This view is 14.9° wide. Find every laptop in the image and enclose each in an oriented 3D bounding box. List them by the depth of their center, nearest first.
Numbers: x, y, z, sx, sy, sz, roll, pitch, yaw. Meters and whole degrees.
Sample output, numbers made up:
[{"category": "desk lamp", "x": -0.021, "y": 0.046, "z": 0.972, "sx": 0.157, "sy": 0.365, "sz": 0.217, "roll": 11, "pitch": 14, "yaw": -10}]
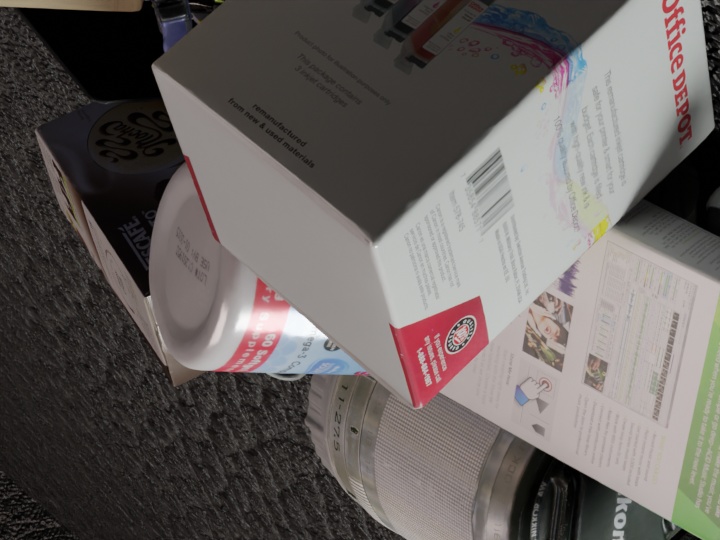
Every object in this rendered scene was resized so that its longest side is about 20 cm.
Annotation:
[{"category": "laptop", "x": -0.129, "y": -0.117, "z": 1.652, "sx": 0.177, "sy": 0.103, "sz": 0.200, "roll": 50, "pitch": 169, "yaw": 36}]

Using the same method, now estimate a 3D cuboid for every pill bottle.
[{"category": "pill bottle", "x": 0.000, "y": 0.000, "z": 1.414, "sx": 0.109, "sy": 0.199, "sz": 0.110, "roll": -10, "pitch": 79, "yaw": 62}]

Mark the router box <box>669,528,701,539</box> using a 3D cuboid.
[{"category": "router box", "x": 0.204, "y": 0.182, "z": 1.404, "sx": 0.062, "sy": 0.200, "sz": 0.150, "roll": 58, "pitch": 160, "yaw": -23}]

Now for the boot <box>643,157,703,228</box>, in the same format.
[{"category": "boot", "x": 0.099, "y": -0.046, "z": 1.383, "sx": 0.200, "sy": 0.068, "sz": 0.131, "roll": 40, "pitch": 168, "yaw": 27}]

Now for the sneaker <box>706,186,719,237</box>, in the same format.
[{"category": "sneaker", "x": 0.191, "y": 0.056, "z": 1.323, "sx": 0.071, "sy": 0.099, "sz": 0.200, "roll": 30, "pitch": 156, "yaw": 48}]

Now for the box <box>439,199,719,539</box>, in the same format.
[{"category": "box", "x": 0.121, "y": 0.033, "z": 1.298, "sx": 0.199, "sy": 0.036, "sz": 0.145, "roll": 30, "pitch": 131, "yaw": 27}]

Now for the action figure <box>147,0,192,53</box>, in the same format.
[{"category": "action figure", "x": -0.148, "y": -0.188, "z": 1.381, "sx": 0.193, "sy": 0.104, "sz": 0.201, "roll": 171, "pitch": 85, "yaw": -77}]

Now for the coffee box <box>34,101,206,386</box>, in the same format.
[{"category": "coffee box", "x": -0.115, "y": -0.033, "z": 1.745, "sx": 0.200, "sy": 0.113, "sz": 0.080, "roll": 54, "pitch": 163, "yaw": 46}]

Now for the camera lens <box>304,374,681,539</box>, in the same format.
[{"category": "camera lens", "x": 0.085, "y": 0.097, "z": 1.577, "sx": 0.200, "sy": 0.160, "sz": 0.160, "roll": 28, "pitch": 156, "yaw": 47}]

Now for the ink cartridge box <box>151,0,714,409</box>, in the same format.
[{"category": "ink cartridge box", "x": 0.038, "y": -0.077, "z": 1.213, "sx": 0.144, "sy": 0.200, "sz": 0.146, "roll": 39, "pitch": 162, "yaw": 29}]

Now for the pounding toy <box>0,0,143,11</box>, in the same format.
[{"category": "pounding toy", "x": -0.184, "y": -0.205, "z": 1.215, "sx": 0.183, "sy": 0.143, "sz": 0.200, "roll": 2, "pitch": 162, "yaw": -5}]

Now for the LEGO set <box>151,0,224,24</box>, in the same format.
[{"category": "LEGO set", "x": -0.014, "y": -0.098, "z": 1.510, "sx": 0.153, "sy": 0.117, "sz": 0.200, "roll": 1, "pitch": 155, "yaw": 28}]

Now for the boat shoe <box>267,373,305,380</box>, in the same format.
[{"category": "boat shoe", "x": -0.046, "y": 0.005, "z": 1.520, "sx": 0.070, "sy": 0.072, "sz": 0.201, "roll": 8, "pitch": 157, "yaw": 11}]
